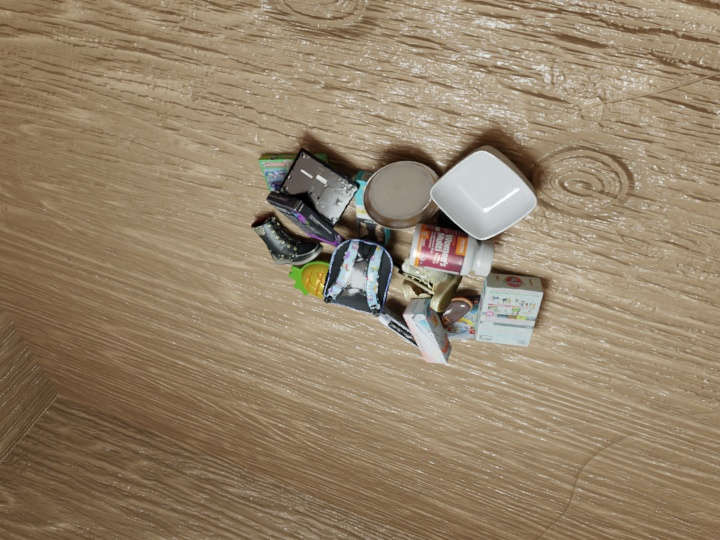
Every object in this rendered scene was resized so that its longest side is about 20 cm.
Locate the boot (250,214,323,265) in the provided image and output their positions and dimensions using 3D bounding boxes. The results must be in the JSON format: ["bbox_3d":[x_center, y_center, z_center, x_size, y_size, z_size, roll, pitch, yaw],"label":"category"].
[{"bbox_3d":[-0.222,-0.093,1.575,0.203,0.074,0.154,-5,131,39],"label":"boot"}]

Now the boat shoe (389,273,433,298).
[{"bbox_3d":[0.162,0.048,1.533,0.199,0.065,0.072,7,134,21],"label":"boat shoe"}]

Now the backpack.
[{"bbox_3d":[0.000,0.000,1.451,0.181,0.135,0.201,14,114,2],"label":"backpack"}]

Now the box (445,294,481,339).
[{"bbox_3d":[0.288,0.145,1.583,0.199,0.038,0.137,-9,126,33],"label":"box"}]

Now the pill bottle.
[{"bbox_3d":[0.228,-0.048,1.337,0.199,0.110,0.110,11,136,6],"label":"pill bottle"}]

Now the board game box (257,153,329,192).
[{"bbox_3d":[-0.167,-0.249,1.435,0.199,0.029,0.135,5,132,23],"label":"board game box"}]

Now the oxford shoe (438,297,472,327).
[{"bbox_3d":[0.242,0.141,1.521,0.071,0.073,0.200,39,136,-12],"label":"oxford shoe"}]

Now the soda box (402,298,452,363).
[{"bbox_3d":[0.189,0.171,1.475,0.068,0.064,0.201,-4,130,33],"label":"soda box"}]

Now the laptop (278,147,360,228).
[{"bbox_3d":[-0.115,-0.206,1.405,0.177,0.103,0.200,32,118,-6],"label":"laptop"}]

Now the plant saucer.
[{"bbox_3d":[0.103,-0.189,1.313,0.199,0.032,0.201,-3,133,-3],"label":"plant saucer"}]

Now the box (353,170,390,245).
[{"bbox_3d":[0.033,-0.163,1.404,0.082,0.049,0.201,11,135,17],"label":"box"}]

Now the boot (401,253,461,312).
[{"bbox_3d":[0.176,0.021,1.383,0.154,0.200,0.072,22,128,16],"label":"boot"}]

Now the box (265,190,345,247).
[{"bbox_3d":[-0.148,-0.138,1.441,0.143,0.036,0.200,23,169,44],"label":"box"}]

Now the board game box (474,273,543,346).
[{"bbox_3d":[0.399,0.109,1.442,0.146,0.064,0.201,6,130,6],"label":"board game box"}]

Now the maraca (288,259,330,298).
[{"bbox_3d":[-0.131,0.028,1.628,0.199,0.107,0.138,-3,123,29],"label":"maraca"}]

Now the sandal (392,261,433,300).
[{"bbox_3d":[0.140,0.048,1.482,0.211,0.077,0.070,34,106,34],"label":"sandal"}]

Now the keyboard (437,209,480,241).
[{"bbox_3d":[0.263,-0.070,1.401,0.126,0.021,0.201,10,136,18],"label":"keyboard"}]

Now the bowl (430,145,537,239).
[{"bbox_3d":[0.290,-0.187,1.233,0.200,0.075,0.199,40,136,-13],"label":"bowl"}]

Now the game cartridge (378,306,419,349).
[{"bbox_3d":[0.140,0.181,1.631,0.199,0.133,0.042,35,93,-1],"label":"game cartridge"}]
